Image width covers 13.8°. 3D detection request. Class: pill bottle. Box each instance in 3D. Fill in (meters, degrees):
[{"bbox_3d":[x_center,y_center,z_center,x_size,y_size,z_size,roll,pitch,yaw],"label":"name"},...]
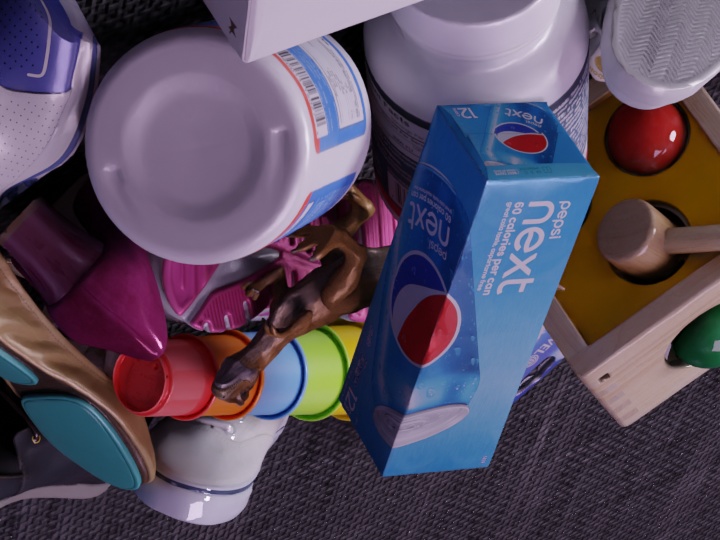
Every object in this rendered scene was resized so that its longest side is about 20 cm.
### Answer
[{"bbox_3d":[0.062,-0.108,1.571,0.119,0.120,0.200,-26,151,-12],"label":"pill bottle"},{"bbox_3d":[-0.056,-0.069,1.462,0.112,0.112,0.200,-40,178,13],"label":"pill bottle"}]

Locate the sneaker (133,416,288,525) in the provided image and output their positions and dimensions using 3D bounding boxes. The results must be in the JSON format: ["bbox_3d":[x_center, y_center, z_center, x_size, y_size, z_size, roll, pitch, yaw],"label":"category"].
[{"bbox_3d":[-0.082,0.084,1.728,0.200,0.073,0.071,-61,170,-70],"label":"sneaker"}]

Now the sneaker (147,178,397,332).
[{"bbox_3d":[-0.054,-0.010,1.651,0.199,0.082,0.088,-2,-176,-43],"label":"sneaker"}]

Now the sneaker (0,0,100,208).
[{"bbox_3d":[-0.212,-0.059,1.407,0.115,0.081,0.200,-5,143,-45],"label":"sneaker"}]

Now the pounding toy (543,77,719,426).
[{"bbox_3d":[0.182,-0.022,1.744,0.184,0.200,0.142,-35,152,5],"label":"pounding toy"}]

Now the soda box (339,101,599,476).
[{"bbox_3d":[0.053,0.012,1.535,0.068,0.064,0.201,-4,131,-27],"label":"soda box"}]

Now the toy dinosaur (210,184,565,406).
[{"bbox_3d":[0.000,0.000,1.587,0.199,0.060,0.106,-25,135,-7],"label":"toy dinosaur"}]

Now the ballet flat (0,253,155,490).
[{"bbox_3d":[-0.162,0.045,1.590,0.200,0.068,0.063,47,58,-42],"label":"ballet flat"}]

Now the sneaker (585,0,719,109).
[{"bbox_3d":[0.156,-0.126,1.604,0.116,0.073,0.200,-57,-176,43],"label":"sneaker"}]

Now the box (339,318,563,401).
[{"bbox_3d":[0.054,0.038,1.871,0.122,0.048,0.200,-43,151,19],"label":"box"}]

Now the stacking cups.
[{"bbox_3d":[-0.062,0.062,1.654,0.061,0.061,0.200,-48,156,27],"label":"stacking cups"}]

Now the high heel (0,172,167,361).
[{"bbox_3d":[-0.129,0.005,1.510,0.067,0.096,0.200,-45,-179,9],"label":"high heel"}]

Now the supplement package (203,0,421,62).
[{"bbox_3d":[0.010,-0.202,1.364,0.199,0.121,0.120,-22,150,-21],"label":"supplement package"}]

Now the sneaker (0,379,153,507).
[{"bbox_3d":[-0.185,0.074,1.668,0.106,0.075,0.200,-51,157,23],"label":"sneaker"}]
